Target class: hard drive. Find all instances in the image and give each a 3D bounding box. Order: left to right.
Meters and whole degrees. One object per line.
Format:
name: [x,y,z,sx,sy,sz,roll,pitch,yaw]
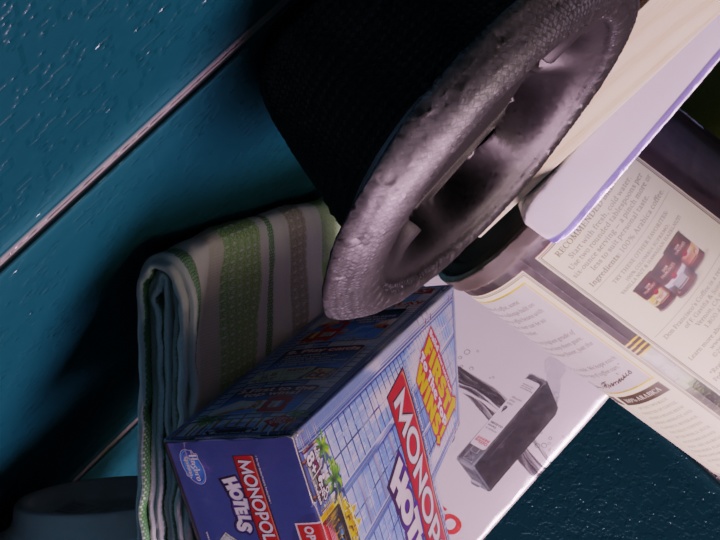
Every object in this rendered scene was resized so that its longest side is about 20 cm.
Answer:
hard drive: [0.116,-0.102,1.006,0.132,0.025,0.200,-50,-164,16]

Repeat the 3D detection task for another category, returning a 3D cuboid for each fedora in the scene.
fedora: [0.023,-0.073,0.805,0.201,0.092,0.201,-45,169,-11]

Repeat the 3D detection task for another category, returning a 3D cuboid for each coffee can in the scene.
coffee can: [0.161,0.001,1.087,0.146,0.200,0.146,-49,-165,18]

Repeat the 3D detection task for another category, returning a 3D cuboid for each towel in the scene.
towel: [-0.043,0.049,0.939,0.200,0.031,0.150,-24,118,-65]

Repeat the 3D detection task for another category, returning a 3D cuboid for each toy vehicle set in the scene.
toy vehicle set: [0.112,-0.116,0.941,0.200,0.026,0.125,-44,-161,35]

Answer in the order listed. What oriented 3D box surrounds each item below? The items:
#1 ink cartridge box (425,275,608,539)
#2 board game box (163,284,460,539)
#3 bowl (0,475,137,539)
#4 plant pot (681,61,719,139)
ink cartridge box: [0.065,0.049,1.218,0.200,0.144,0.084,-50,-174,12]
board game box: [0.002,0.102,0.929,0.200,0.061,0.201,-59,139,-54]
bowl: [-0.115,0.151,0.972,0.201,0.200,0.095,-18,106,-69]
plant pot: [0.260,-0.102,1.264,0.193,0.201,0.200,-46,172,39]
